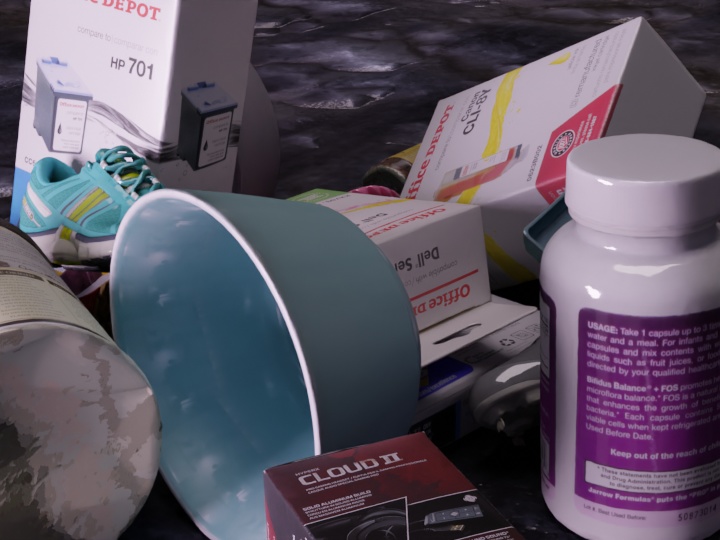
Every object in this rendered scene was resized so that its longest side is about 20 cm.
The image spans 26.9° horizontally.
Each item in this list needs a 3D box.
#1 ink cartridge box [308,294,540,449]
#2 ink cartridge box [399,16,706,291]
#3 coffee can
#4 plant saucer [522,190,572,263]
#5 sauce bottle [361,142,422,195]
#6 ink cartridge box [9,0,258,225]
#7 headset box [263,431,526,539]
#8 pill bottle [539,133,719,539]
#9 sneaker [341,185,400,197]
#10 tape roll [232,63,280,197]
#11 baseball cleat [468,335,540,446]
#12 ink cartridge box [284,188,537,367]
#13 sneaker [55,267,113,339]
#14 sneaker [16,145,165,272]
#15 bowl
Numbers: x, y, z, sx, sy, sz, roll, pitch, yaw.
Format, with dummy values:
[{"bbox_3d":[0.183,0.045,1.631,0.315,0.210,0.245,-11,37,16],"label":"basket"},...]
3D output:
[{"bbox_3d":[0.008,0.054,0.981,0.197,0.044,0.199,-23,31,-39],"label":"ink cartridge box"},{"bbox_3d":[0.126,-0.073,1.060,0.199,0.083,0.146,-18,39,46],"label":"ink cartridge box"},{"bbox_3d":[-0.211,0.064,0.845,0.145,0.148,0.200,-13,24,-24],"label":"coffee can"},{"bbox_3d":[0.184,0.031,0.904,0.200,0.019,0.070,42,47,10],"label":"plant saucer"},{"bbox_3d":[0.082,-0.088,1.294,0.064,0.066,0.199,15,27,37],"label":"sauce bottle"},{"bbox_3d":[-0.159,-0.110,1.042,0.145,0.203,0.085,20,20,34],"label":"ink cartridge box"},{"bbox_3d":[0.025,0.167,0.566,0.076,0.151,0.200,-10,22,-19],"label":"headset box"},{"bbox_3d":[0.150,0.035,0.801,0.111,0.202,0.113,-2,22,1],"label":"pill bottle"},{"bbox_3d":[-0.046,-0.015,1.134,0.095,0.080,0.199,3,19,45],"label":"sneaker"},{"bbox_3d":[-0.163,-0.097,1.162,0.198,0.203,0.066,8,24,24],"label":"tape roll"},{"bbox_3d":[0.134,0.040,0.930,0.198,0.070,0.107,-8,62,-35],"label":"baseball cleat"},{"bbox_3d":[0.000,0.000,0.933,0.116,0.068,0.199,-22,20,-38],"label":"ink cartridge box"},{"bbox_3d":[-0.228,0.030,1.036,0.089,0.076,0.199,13,18,31],"label":"sneaker"},{"bbox_3d":[-0.152,-0.039,0.947,0.198,0.081,0.077,4,-3,41],"label":"sneaker"},{"bbox_3d":[-0.041,0.043,0.805,0.104,0.203,0.200,-17,26,-33],"label":"bowl"}]
